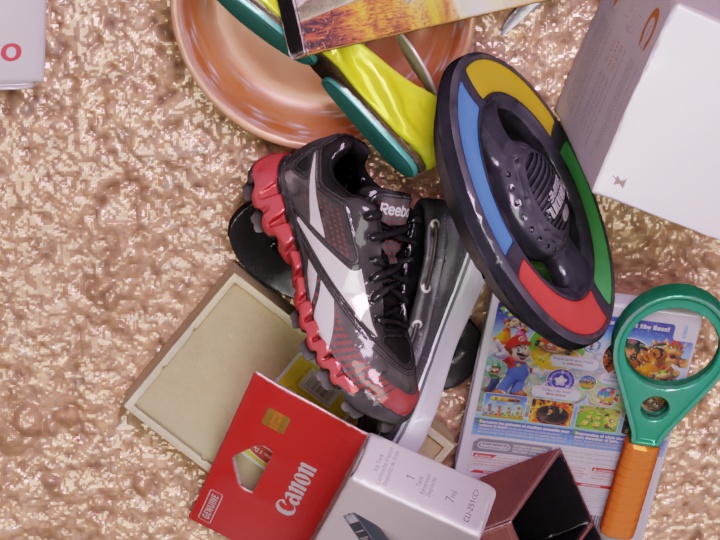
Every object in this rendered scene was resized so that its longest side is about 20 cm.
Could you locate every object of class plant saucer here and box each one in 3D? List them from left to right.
[{"bbox_3d":[-0.023,-0.178,1.529,0.199,0.037,0.201,0,108,-1],"label":"plant saucer"}]

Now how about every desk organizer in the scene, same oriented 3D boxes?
[{"bbox_3d":[0.140,0.228,1.628,0.077,0.072,0.201,-21,116,10],"label":"desk organizer"}]

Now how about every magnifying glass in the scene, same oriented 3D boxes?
[{"bbox_3d":[0.195,0.097,1.582,0.079,0.022,0.201,9,122,-6],"label":"magnifying glass"}]

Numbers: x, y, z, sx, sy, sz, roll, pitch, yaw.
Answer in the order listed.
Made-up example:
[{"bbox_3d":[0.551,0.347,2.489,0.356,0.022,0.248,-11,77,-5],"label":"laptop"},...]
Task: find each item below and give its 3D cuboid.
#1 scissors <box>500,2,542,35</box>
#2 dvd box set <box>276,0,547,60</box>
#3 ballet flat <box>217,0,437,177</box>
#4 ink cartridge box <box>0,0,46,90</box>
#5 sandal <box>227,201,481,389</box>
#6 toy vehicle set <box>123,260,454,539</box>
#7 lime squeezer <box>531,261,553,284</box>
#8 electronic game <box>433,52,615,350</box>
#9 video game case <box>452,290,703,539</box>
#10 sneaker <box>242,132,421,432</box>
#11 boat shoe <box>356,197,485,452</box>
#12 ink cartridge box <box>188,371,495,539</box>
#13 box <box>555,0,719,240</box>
[{"bbox_3d":[0.168,-0.225,1.531,0.073,0.014,0.201,27,103,-12],"label":"scissors"},{"bbox_3d":[0.034,-0.223,1.465,0.199,0.029,0.147,-14,96,-22],"label":"dvd box set"},{"bbox_3d":[-0.013,-0.144,1.495,0.200,0.067,0.067,42,81,-16],"label":"ballet flat"},{"bbox_3d":[-0.271,-0.218,1.458,0.144,0.083,0.201,-3,112,-21],"label":"ink cartridge box"},{"bbox_3d":[0.001,0.013,1.586,0.200,0.045,0.075,35,104,-12],"label":"sandal"},{"bbox_3d":[-0.048,0.103,1.622,0.200,0.027,0.124,39,103,-13],"label":"toy vehicle set"},{"bbox_3d":[0.125,0.038,1.602,0.070,0.038,0.201,-29,108,4],"label":"lime squeezer"},{"bbox_3d":[0.107,-0.045,1.494,0.041,0.200,0.201,-24,108,25],"label":"electronic game"},{"bbox_3d":[0.143,0.101,1.608,0.142,0.018,0.201,8,122,-4],"label":"video game case"},{"bbox_3d":[0.000,0.000,1.501,0.098,0.071,0.201,-31,70,27],"label":"sneaker"},{"bbox_3d":[0.029,0.046,1.557,0.056,0.069,0.201,19,98,-19],"label":"boat shoe"},{"bbox_3d":[-0.023,0.171,1.569,0.175,0.045,0.200,25,142,0],"label":"ink cartridge box"},{"bbox_3d":[0.198,-0.114,1.471,0.097,0.200,0.125,20,107,-8],"label":"box"}]
